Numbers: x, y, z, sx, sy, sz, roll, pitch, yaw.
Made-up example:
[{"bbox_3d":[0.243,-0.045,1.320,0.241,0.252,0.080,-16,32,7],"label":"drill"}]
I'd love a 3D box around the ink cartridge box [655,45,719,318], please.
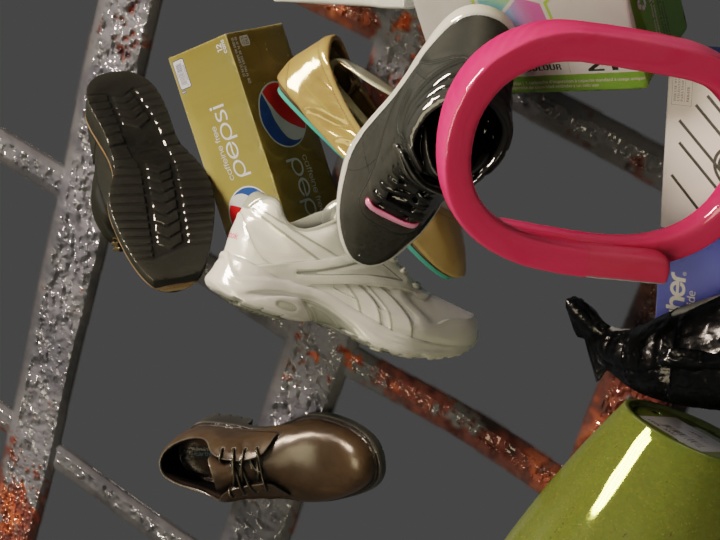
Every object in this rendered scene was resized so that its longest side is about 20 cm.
[{"bbox_3d":[0.236,-0.034,0.950,0.094,0.044,0.200,11,110,33],"label":"ink cartridge box"}]

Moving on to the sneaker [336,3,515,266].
[{"bbox_3d":[0.033,-0.061,0.945,0.071,0.099,0.200,24,125,-10],"label":"sneaker"}]

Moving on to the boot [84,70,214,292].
[{"bbox_3d":[-0.162,-0.034,1.166,0.138,0.077,0.200,105,154,-48],"label":"boot"}]

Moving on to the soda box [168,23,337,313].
[{"bbox_3d":[-0.068,-0.075,1.131,0.064,0.068,0.200,-14,95,39],"label":"soda box"}]

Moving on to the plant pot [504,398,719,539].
[{"bbox_3d":[0.175,0.193,0.992,0.187,0.187,0.200,28,104,25],"label":"plant pot"}]

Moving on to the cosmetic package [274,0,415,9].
[{"bbox_3d":[0.003,-0.278,1.016,0.113,0.081,0.200,11,109,31],"label":"cosmetic package"}]

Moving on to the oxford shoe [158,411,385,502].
[{"bbox_3d":[-0.072,0.154,1.194,0.200,0.084,0.073,-6,98,34],"label":"oxford shoe"}]

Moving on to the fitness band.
[{"bbox_3d":[0.140,-0.068,0.880,0.200,0.037,0.144,7,110,-15],"label":"fitness band"}]

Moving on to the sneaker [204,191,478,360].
[{"bbox_3d":[0.000,0.000,1.061,0.078,0.200,0.099,19,91,69],"label":"sneaker"}]

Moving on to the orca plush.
[{"bbox_3d":[0.196,0.039,0.915,0.200,0.071,0.105,15,97,46],"label":"orca plush"}]

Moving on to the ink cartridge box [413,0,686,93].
[{"bbox_3d":[0.098,-0.213,0.932,0.148,0.076,0.200,2,127,34],"label":"ink cartridge box"}]

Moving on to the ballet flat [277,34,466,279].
[{"bbox_3d":[0.019,-0.083,1.074,0.063,0.069,0.200,-45,78,20],"label":"ballet flat"}]
